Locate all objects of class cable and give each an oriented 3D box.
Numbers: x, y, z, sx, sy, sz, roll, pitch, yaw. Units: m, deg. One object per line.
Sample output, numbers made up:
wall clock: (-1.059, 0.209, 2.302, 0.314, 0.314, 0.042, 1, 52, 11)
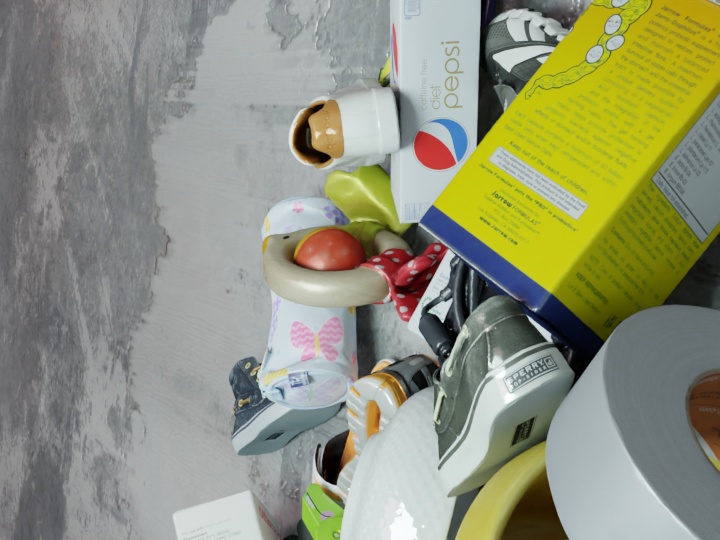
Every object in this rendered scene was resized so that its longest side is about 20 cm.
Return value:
cable: (0.119, 0.013, 0.853, 0.200, 0.051, 0.164, -44, 37, 25)

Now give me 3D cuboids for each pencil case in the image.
pencil case: (-0.049, 0.030, 1.201, 0.090, 0.083, 0.201, -11, 59, 18)

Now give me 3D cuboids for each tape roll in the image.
tape roll: (0.198, 0.112, 0.666, 0.066, 0.199, 0.201, -61, 38, 36)

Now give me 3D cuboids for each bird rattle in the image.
bird rattle: (0.000, 0.000, 1.086, 0.200, 0.162, 0.113, -117, 21, -55)

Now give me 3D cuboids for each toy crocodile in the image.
toy crocodile: (0.006, 0.264, 1.094, 0.200, 0.061, 0.068, 52, 153, 38)

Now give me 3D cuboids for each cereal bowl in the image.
cereal bowl: (0.037, 0.178, 0.953, 0.200, 0.083, 0.201, 13, -90, -79)

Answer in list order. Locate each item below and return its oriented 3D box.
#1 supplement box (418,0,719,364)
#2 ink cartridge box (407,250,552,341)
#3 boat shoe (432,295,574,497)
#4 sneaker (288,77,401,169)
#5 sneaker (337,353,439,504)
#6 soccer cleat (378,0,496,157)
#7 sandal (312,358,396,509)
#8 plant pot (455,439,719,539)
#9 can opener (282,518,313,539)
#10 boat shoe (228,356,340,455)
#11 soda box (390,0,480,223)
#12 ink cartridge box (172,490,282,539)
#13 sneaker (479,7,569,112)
supplement box: (0.152, -0.060, 0.762, 0.200, 0.109, 0.109, -51, 50, 1)
ink cartridge box: (0.140, -0.008, 0.923, 0.201, 0.043, 0.196, -61, 33, 2)
boat shoe: (0.078, 0.077, 0.765, 0.064, 0.070, 0.200, 60, 161, 23)
sneaker: (-0.019, -0.120, 1.050, 0.200, 0.084, 0.073, -155, 55, -85)
sneaker: (0.033, 0.155, 1.088, 0.078, 0.077, 0.201, 32, 137, 26)
soccer cleat: (0.065, -0.176, 1.070, 0.084, 0.064, 0.201, 47, 126, 52)
sandal: (-0.014, 0.173, 1.175, 0.079, 0.059, 0.208, 42, 123, 54)
plant pot: (0.137, 0.205, 0.792, 0.189, 0.200, 0.202, 132, 135, -70)
can opener: (-0.026, 0.318, 1.191, 0.053, 0.067, 0.200, -50, 28, 18)
boat shoe: (-0.087, 0.121, 1.295, 0.200, 0.070, 0.091, -39, 58, 55)
soda box: (0.057, -0.141, 1.011, 0.068, 0.063, 0.201, -101, 10, -61)
ink cartridge box: (-0.105, 0.328, 1.220, 0.146, 0.084, 0.201, 73, 180, -64)
sneaker: (0.126, -0.134, 0.924, 0.090, 0.067, 0.200, -42, 33, -10)
